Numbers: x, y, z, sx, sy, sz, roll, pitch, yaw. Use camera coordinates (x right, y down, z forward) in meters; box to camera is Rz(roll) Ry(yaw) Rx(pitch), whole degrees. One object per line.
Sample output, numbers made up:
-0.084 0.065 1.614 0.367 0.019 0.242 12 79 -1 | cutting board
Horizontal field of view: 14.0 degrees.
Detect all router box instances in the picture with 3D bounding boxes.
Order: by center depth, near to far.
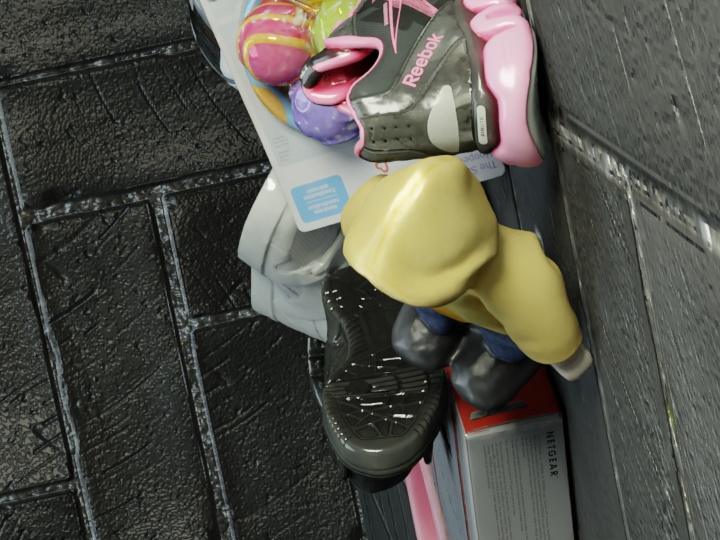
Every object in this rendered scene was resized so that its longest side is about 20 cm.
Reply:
0.066 0.092 1.483 0.180 0.049 0.200 -106 5 -50 | router box

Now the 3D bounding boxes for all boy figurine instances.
0.042 0.005 1.215 0.124 0.064 0.200 34 174 14 | boy figurine

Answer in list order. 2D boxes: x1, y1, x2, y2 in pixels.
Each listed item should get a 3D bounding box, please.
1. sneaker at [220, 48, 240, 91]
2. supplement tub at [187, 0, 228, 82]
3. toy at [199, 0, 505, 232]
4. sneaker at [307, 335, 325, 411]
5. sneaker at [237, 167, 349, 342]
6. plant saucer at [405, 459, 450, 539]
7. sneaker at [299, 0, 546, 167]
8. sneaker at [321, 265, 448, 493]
-0.026 -0.088 1.574 0.200 0.073 0.071 6 -98 -76 | sneaker
-0.044 -0.170 1.757 0.200 0.122 0.123 112 146 -82 | supplement tub
-0.024 -0.115 1.363 0.047 0.115 0.200 -43 -66 -59 | toy
0.013 0.018 1.806 0.091 0.066 0.200 64 -153 -54 | sneaker
0.000 0.000 1.556 0.074 0.115 0.200 -58 -11 -13 | sneaker
0.065 0.162 1.741 0.201 0.051 0.201 167 90 -87 | plant saucer
0.018 -0.102 1.248 0.200 0.095 0.079 -106 3 -62 | sneaker
0.012 0.071 1.430 0.200 0.060 0.104 -98 1 -60 | sneaker
